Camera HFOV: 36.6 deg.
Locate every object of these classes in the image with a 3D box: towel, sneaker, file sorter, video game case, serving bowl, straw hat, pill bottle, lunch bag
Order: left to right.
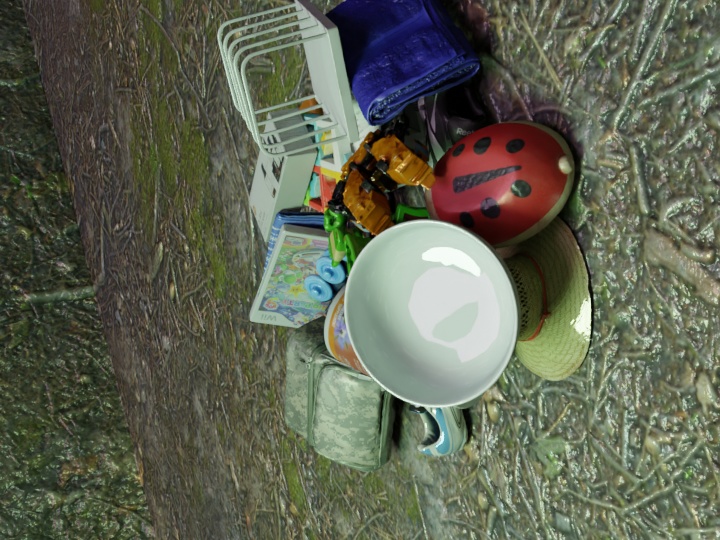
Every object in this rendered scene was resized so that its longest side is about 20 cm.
[{"bbox_3d":[-0.093,-0.238,1.343,0.200,0.123,0.140,-122,18,-62],"label":"file sorter"},{"bbox_3d":[-0.073,0.016,1.623,0.201,0.142,0.018,115,156,-43],"label":"video game case"},{"bbox_3d":[-0.071,-0.012,1.623,0.201,0.143,0.024,106,158,-44],"label":"towel"},{"bbox_3d":[-0.014,0.178,1.600,0.167,0.139,0.202,31,129,36],"label":"lunch bag"},{"bbox_3d":[0.040,-0.274,1.287,0.050,0.147,0.201,59,-174,-50],"label":"towel"},{"bbox_3d":[0.059,0.088,1.300,0.199,0.112,0.113,22,121,41],"label":"pill bottle"},{"bbox_3d":[0.096,0.145,1.426,0.072,0.072,0.202,-1,97,65],"label":"sneaker"},{"bbox_3d":[0.084,0.041,1.177,0.198,0.066,0.203,5,101,24],"label":"serving bowl"},{"bbox_3d":[0.113,-0.148,1.287,0.090,0.066,0.202,180,83,-66],"label":"sneaker"},{"bbox_3d":[0.168,0.032,1.221,0.201,0.084,0.203,32,127,56],"label":"straw hat"}]

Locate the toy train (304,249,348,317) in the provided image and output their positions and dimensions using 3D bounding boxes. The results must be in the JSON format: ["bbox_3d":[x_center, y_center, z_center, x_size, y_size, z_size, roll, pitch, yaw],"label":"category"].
[{"bbox_3d":[0.000,0.000,1.504,0.114,0.087,0.200,36,140,0],"label":"toy train"}]

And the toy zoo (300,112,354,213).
[{"bbox_3d":[-0.049,-0.143,1.480,0.200,0.020,0.133,-152,54,-63],"label":"toy zoo"}]

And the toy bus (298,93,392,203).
[{"bbox_3d":[-0.021,-0.151,1.542,0.065,0.078,0.202,-41,63,61],"label":"toy bus"}]

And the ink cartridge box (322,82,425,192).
[{"bbox_3d":[0.017,-0.207,1.439,0.145,0.083,0.202,-17,84,64],"label":"ink cartridge box"}]

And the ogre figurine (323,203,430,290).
[{"bbox_3d":[0.032,-0.031,1.322,0.200,0.119,0.099,-162,67,-75],"label":"ogre figurine"}]

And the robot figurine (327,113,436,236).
[{"bbox_3d":[0.024,-0.108,1.270,0.145,0.058,0.200,-51,17,9],"label":"robot figurine"}]

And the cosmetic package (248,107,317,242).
[{"bbox_3d":[-0.114,-0.132,1.550,0.201,0.050,0.083,111,143,-54],"label":"cosmetic package"}]

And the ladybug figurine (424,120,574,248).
[{"bbox_3d":[0.143,-0.095,1.189,0.199,0.071,0.137,-19,74,44],"label":"ladybug figurine"}]
